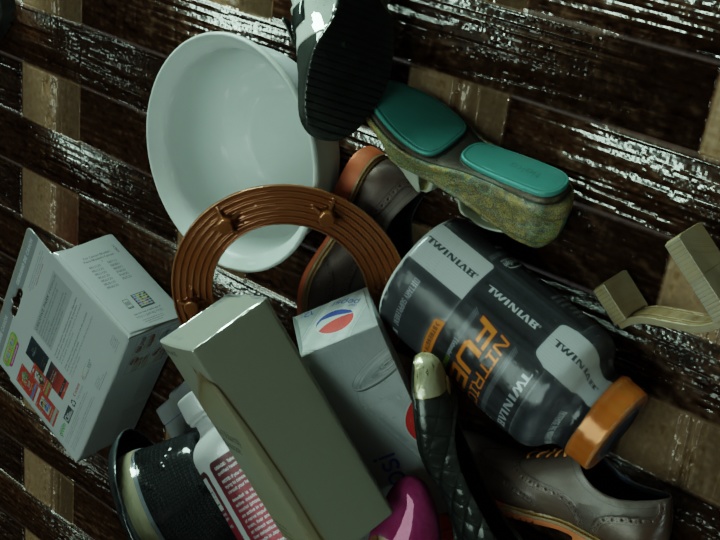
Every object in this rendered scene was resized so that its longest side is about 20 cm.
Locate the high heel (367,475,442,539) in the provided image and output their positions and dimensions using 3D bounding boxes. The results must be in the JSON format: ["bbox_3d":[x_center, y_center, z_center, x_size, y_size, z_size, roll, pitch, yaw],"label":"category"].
[{"bbox_3d":[0.005,0.261,0.896,0.067,0.096,0.201,30,114,35],"label":"high heel"}]

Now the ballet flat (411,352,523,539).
[{"bbox_3d":[0.082,0.149,0.848,0.056,0.067,0.201,-15,108,19],"label":"ballet flat"}]

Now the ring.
[{"bbox_3d":[-0.059,0.023,0.925,0.199,0.019,0.202,2,118,4],"label":"ring"}]

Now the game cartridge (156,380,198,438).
[{"bbox_3d":[-0.120,0.147,1.127,0.200,0.038,0.130,-38,76,41],"label":"game cartridge"}]

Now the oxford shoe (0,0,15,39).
[{"bbox_3d":[-0.454,-0.242,1.238,0.073,0.084,0.200,50,131,13],"label":"oxford shoe"}]

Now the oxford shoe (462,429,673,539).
[{"bbox_3d":[0.153,0.161,0.883,0.199,0.071,0.073,22,113,29],"label":"oxford shoe"}]

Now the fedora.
[{"bbox_3d":[-0.154,0.227,1.082,0.091,0.201,0.202,-29,85,8],"label":"fedora"}]

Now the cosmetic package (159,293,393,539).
[{"bbox_3d":[-0.066,0.121,0.883,0.201,0.073,0.103,59,160,-12],"label":"cosmetic package"}]

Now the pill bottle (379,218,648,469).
[{"bbox_3d":[0.118,0.058,0.850,0.200,0.106,0.107,40,126,22],"label":"pill bottle"}]

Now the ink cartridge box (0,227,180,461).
[{"bbox_3d":[-0.299,0.069,1.213,0.176,0.084,0.201,44,127,19],"label":"ink cartridge box"}]

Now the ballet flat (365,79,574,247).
[{"bbox_3d":[0.074,-0.079,0.871,0.199,0.070,0.071,33,123,27],"label":"ballet flat"}]

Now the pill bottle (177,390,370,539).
[{"bbox_3d":[-0.077,0.184,1.008,0.113,0.113,0.201,-37,81,41],"label":"pill bottle"}]

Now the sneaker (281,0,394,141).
[{"bbox_3d":[-0.022,-0.196,0.886,0.088,0.074,0.202,1,78,53],"label":"sneaker"}]

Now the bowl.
[{"bbox_3d":[-0.085,-0.107,0.972,0.200,0.090,0.203,15,114,36],"label":"bowl"}]

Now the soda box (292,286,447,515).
[{"bbox_3d":[0.015,0.118,0.922,0.068,0.064,0.201,-22,119,3],"label":"soda box"}]

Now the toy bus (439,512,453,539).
[{"bbox_3d":[0.091,0.311,0.953,0.193,0.135,0.200,59,135,25],"label":"toy bus"}]

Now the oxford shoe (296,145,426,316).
[{"bbox_3d":[0.000,0.000,0.953,0.072,0.071,0.201,30,122,23],"label":"oxford shoe"}]

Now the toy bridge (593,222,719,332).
[{"bbox_3d":[0.232,0.002,0.746,0.068,0.027,0.200,59,151,7],"label":"toy bridge"}]
